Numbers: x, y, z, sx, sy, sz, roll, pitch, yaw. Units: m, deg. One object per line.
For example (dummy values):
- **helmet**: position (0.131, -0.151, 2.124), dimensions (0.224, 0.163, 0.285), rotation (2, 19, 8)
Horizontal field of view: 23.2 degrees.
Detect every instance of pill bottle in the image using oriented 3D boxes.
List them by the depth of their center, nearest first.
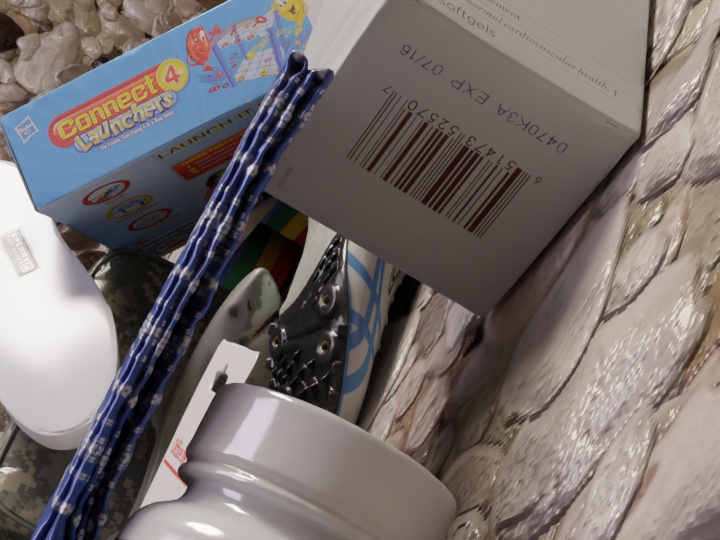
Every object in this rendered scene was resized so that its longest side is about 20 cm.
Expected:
- **pill bottle**: position (-0.049, 0.148, 0.583), dimensions (0.202, 0.112, 0.113), rotation (-63, 12, -17)

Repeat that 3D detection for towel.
- **towel**: position (-0.067, 0.019, 0.649), dimensions (0.202, 0.024, 0.145), rotation (-63, 7, -5)

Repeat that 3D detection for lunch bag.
- **lunch bag**: position (-0.142, 0.114, 1.043), dimensions (0.168, 0.138, 0.202), rotation (119, 174, -60)

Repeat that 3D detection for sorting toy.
- **sorting toy**: position (-0.048, -0.074, 1.239), dimensions (0.199, 0.069, 0.201), rotation (-44, 20, 55)

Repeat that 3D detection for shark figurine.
- **shark figurine**: position (-0.111, 0.096, 0.928), dimensions (0.216, 0.089, 0.128), rotation (-57, -18, -8)

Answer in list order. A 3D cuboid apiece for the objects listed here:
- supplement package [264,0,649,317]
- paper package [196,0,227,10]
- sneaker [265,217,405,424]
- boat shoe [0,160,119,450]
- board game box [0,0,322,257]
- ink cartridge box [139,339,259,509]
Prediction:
- **supplement package**: position (0.048, -0.103, 0.763), dimensions (0.118, 0.116, 0.201), rotation (-53, 15, 37)
- **paper package**: position (-0.016, -0.253, 1.120), dimensions (0.202, 0.103, 0.190), rotation (-64, 20, -7)
- **sneaker**: position (0.000, 0.000, 0.885), dimensions (0.072, 0.072, 0.202), rotation (-27, 47, 49)
- **boat shoe**: position (-0.175, 0.028, 0.946), dimensions (0.201, 0.071, 0.068), rotation (56, 163, 39)
- **board game box**: position (-0.075, -0.083, 0.990), dimensions (0.198, 0.056, 0.196), rotation (-26, -12, 5)
- **ink cartridge box**: position (-0.071, 0.138, 0.799), dimensions (0.202, 0.067, 0.117), rotation (-65, 12, -4)
